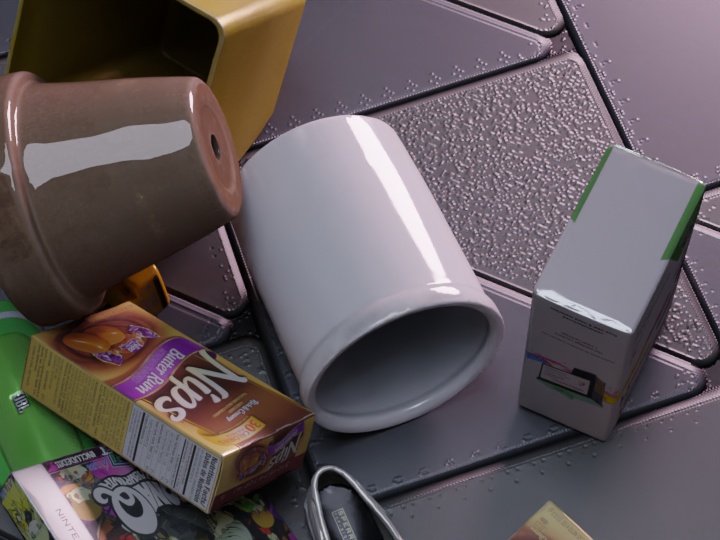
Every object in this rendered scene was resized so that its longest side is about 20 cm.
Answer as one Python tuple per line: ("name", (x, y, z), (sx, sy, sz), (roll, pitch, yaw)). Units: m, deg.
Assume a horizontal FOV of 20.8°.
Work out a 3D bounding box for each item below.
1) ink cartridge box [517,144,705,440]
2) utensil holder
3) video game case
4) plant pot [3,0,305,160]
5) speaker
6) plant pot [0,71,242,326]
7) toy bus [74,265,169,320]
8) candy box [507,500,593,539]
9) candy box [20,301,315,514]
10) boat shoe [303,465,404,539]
("ink cartridge box", (0.192, 0.022, 1.524), (0.084, 0.200, 0.145), (24, 65, 13))
("utensil holder", (0.000, 0.000, 1.569), (0.170, 0.170, 0.200), (-20, 59, -8))
("video game case", (-0.145, 0.205, 1.471), (0.200, 0.036, 0.181), (-13, 58, -46))
("plant pot", (-0.162, -0.190, 1.664), (0.200, 0.200, 0.176), (32, 35, 19))
("speaker", (-0.263, 0.123, 1.564), (0.088, 0.089, 0.200), (-25, 62, -10))
("plant pot", (-0.191, -0.073, 1.510), (0.174, 0.200, 0.201), (-15, 60, 11))
("toy bus", (-0.251, -0.027, 1.658), (0.078, 0.065, 0.200), (-40, 66, -17))
("candy box", (0.172, 0.282, 1.460), (0.115, 0.055, 0.200), (-40, 66, -17))
("candy box", (-0.148, 0.101, 1.510), (0.200, 0.057, 0.117), (30, 29, 26))
("boat shoe", (0.015, 0.236, 1.491), (0.072, 0.066, 0.200), (-21, 61, -8))
